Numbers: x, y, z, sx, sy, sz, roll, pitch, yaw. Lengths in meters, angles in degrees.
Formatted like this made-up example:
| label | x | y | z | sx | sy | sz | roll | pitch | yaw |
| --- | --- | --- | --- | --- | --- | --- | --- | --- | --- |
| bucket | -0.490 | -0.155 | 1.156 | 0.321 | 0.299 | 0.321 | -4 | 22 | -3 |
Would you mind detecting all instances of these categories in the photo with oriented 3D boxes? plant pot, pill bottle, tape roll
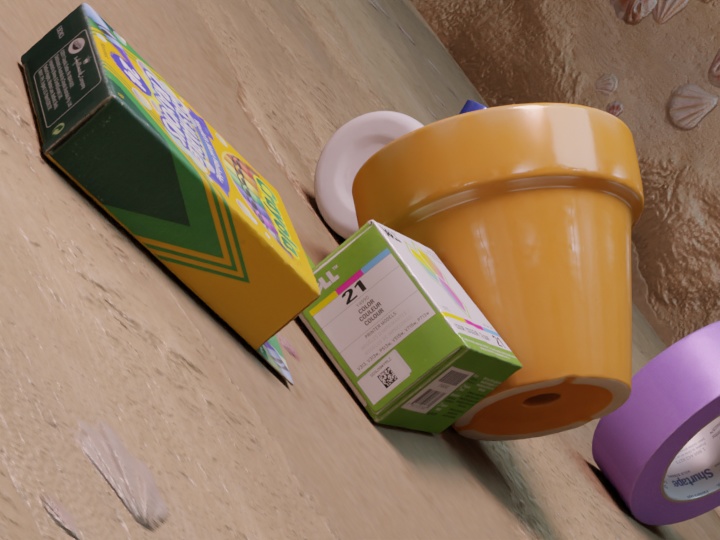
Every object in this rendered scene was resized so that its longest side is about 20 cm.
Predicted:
| label | x | y | z | sx | sy | sz | roll | pitch | yaw |
| --- | --- | --- | --- | --- | --- | --- | --- | --- | --- |
| plant pot | 0.106 | 0.011 | 1.612 | 0.200 | 0.199 | 0.184 | 33 | 43 | -62 |
| pill bottle | 0.047 | -0.048 | 1.825 | 0.104 | 0.104 | 0.200 | 54 | 10 | 24 |
| tape roll | 0.299 | 0.130 | 2.027 | 0.066 | 0.200 | 0.200 | 54 | 10 | 32 |

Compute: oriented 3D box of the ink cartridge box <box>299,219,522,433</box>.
| label | x | y | z | sx | sy | sz | roll | pitch | yaw |
| --- | --- | --- | --- | --- | --- | --- | --- | --- | --- |
| ink cartridge box | 0.000 | 0.000 | 1.483 | 0.200 | 0.076 | 0.148 | 54 | 9 | 15 |

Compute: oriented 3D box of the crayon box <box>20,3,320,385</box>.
| label | x | y | z | sx | sy | sz | roll | pitch | yaw |
| --- | --- | --- | --- | --- | --- | --- | --- | --- | --- |
| crayon box | -0.093 | -0.042 | 1.277 | 0.200 | 0.052 | 0.126 | 45 | 10 | -30 |

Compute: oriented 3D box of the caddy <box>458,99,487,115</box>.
| label | x | y | z | sx | sy | sz | roll | pitch | yaw |
| --- | --- | --- | --- | --- | --- | --- | --- | --- | --- |
| caddy | 0.164 | -0.115 | 2.710 | 0.141 | 0.105 | 0.200 | 29 | 2 | 20 |
